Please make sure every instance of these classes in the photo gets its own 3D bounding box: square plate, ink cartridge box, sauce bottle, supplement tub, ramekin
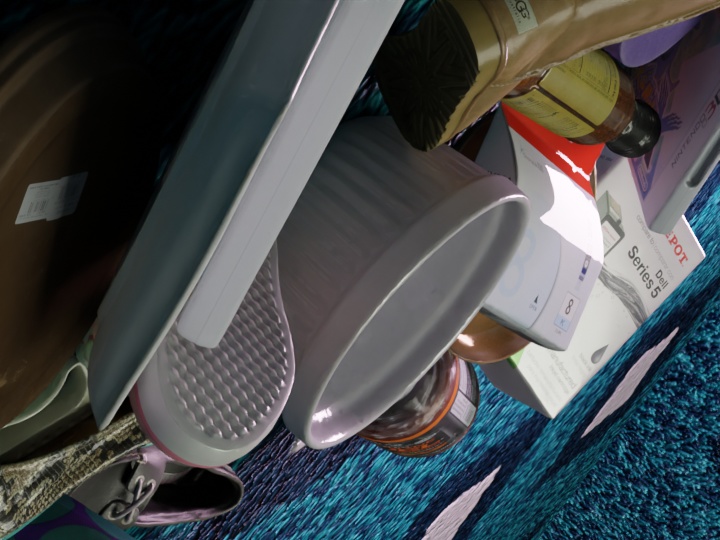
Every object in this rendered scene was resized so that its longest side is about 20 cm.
[{"bbox_3d":[-0.052,-0.063,0.634,0.198,0.028,0.200,-56,-168,43],"label":"square plate"},{"bbox_3d":[0.169,-0.004,1.289,0.200,0.084,0.146,-45,125,-13],"label":"ink cartridge box"},{"bbox_3d":[0.138,-0.118,1.025,0.066,0.066,0.200,-52,147,10],"label":"sauce bottle"},{"bbox_3d":[0.028,0.083,1.201,0.107,0.107,0.200,-49,163,-1],"label":"supplement tub"},{"bbox_3d":[0.137,-0.056,1.107,0.160,0.047,0.200,29,85,-55],"label":"ink cartridge box"},{"bbox_3d":[0.000,0.000,0.948,0.200,0.105,0.200,-43,162,-17],"label":"ramekin"}]

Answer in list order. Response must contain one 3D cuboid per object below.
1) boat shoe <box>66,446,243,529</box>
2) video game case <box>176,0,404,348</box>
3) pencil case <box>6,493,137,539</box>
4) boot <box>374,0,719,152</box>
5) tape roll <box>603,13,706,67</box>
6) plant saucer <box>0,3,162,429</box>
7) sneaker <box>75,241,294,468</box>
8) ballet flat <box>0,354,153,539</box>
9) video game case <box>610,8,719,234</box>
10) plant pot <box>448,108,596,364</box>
[{"bbox_3d":[-0.130,0.133,0.991,0.067,0.057,0.200,-52,163,10],"label":"boat shoe"},{"bbox_3d":[-0.021,-0.090,0.695,0.200,0.023,0.182,-59,-169,31],"label":"video game case"},{"bbox_3d":[-0.139,0.185,0.836,0.092,0.200,0.085,-60,167,0],"label":"pencil case"},{"bbox_3d":[0.121,-0.136,0.853,0.200,0.066,0.175,-23,-179,-17],"label":"boot"},{"bbox_3d":[0.195,-0.231,0.972,0.200,0.085,0.200,-44,162,-18],"label":"tape roll"},{"bbox_3d":[-0.135,-0.010,0.629,0.200,0.029,0.200,-59,168,-21],"label":"plant saucer"},{"bbox_3d":[-0.090,0.044,0.754,0.105,0.075,0.200,-47,-156,26],"label":"sneaker"},{"bbox_3d":[-0.144,0.072,0.829,0.200,0.068,0.075,-31,134,-42],"label":"ballet flat"},{"bbox_3d":[0.237,-0.157,1.127,0.200,0.022,0.182,-94,-156,-47],"label":"video game case"},{"bbox_3d":[0.103,-0.031,1.147,0.200,0.027,0.200,-22,121,-42],"label":"plant pot"}]
